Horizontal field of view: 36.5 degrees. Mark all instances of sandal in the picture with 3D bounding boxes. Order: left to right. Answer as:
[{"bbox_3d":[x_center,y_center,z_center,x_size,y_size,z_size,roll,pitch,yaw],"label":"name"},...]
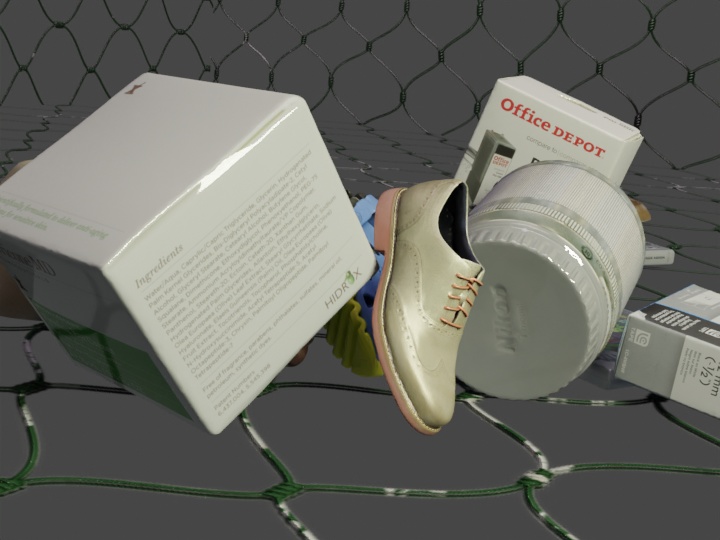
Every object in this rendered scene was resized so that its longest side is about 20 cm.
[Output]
[{"bbox_3d":[0.000,0.000,0.963,0.087,0.200,0.080,-6,-29,-21],"label":"sandal"}]

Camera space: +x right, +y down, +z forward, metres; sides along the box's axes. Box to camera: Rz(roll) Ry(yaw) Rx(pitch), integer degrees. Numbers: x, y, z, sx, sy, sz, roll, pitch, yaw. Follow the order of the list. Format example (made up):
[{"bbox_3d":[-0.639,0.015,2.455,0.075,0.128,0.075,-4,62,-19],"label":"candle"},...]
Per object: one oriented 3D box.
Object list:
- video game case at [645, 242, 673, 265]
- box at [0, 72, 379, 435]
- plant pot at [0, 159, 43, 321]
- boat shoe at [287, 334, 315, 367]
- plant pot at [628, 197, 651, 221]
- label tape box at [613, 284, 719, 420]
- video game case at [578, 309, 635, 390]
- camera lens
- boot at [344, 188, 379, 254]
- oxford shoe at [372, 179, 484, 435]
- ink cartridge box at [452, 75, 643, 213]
[{"bbox_3d":[0.302,-0.038,1.527,0.181,0.023,0.200,-2,14,-27],"label":"video game case"},{"bbox_3d":[-0.137,-0.022,0.828,0.199,0.172,0.200,17,52,43],"label":"box"},{"bbox_3d":[-0.296,-0.040,1.095,0.200,0.135,0.200,5,12,-1],"label":"plant pot"},{"bbox_3d":[-0.075,0.047,0.980,0.072,0.072,0.200,34,0,-9],"label":"boat shoe"},{"bbox_3d":[0.419,-0.117,1.949,0.199,0.028,0.200,4,13,-1],"label":"plant pot"},{"bbox_3d":[0.334,0.082,0.905,0.200,0.066,0.143,20,21,35],"label":"label tape box"},{"bbox_3d":[0.235,0.067,1.069,0.181,0.023,0.200,-3,15,-33],"label":"video game case"},{"bbox_3d":[0.154,0.003,0.951,0.160,0.160,0.200,10,27,22],"label":"camera lens"},{"bbox_3d":[-0.060,-0.035,1.164,0.200,0.131,0.068,10,13,24],"label":"boot"},{"bbox_3d":[0.055,0.021,0.821,0.074,0.201,0.071,-17,-22,32],"label":"oxford shoe"},{"bbox_3d":[0.170,-0.076,1.095,0.147,0.200,0.083,29,22,18],"label":"ink cartridge box"}]
